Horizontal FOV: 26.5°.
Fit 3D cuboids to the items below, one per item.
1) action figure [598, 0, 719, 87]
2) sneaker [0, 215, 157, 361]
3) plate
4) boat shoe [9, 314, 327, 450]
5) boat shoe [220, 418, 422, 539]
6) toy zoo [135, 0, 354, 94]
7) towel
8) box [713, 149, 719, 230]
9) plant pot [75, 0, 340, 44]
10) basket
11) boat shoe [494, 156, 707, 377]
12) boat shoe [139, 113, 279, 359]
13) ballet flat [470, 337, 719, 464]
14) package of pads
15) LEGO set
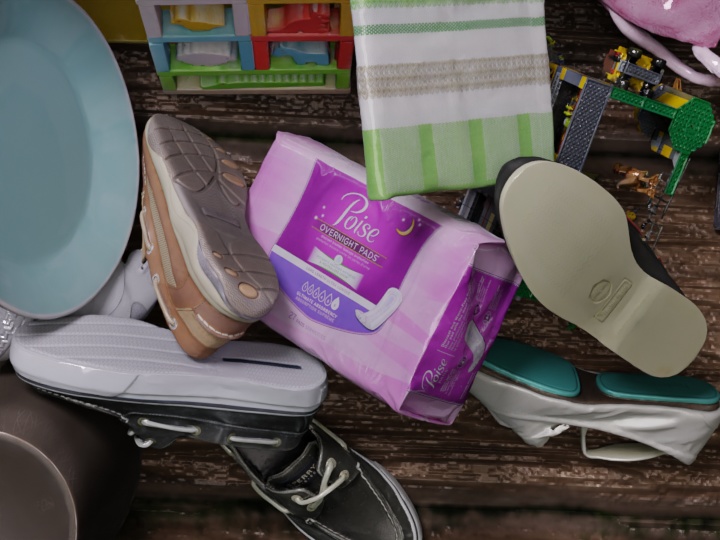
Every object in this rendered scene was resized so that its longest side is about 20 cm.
[{"bbox_3d":[0.145,-0.199,0.993,0.198,0.134,0.151,4,93,-12],"label":"action figure"},{"bbox_3d":[-0.189,-0.027,1.012,0.114,0.075,0.202,18,61,-34],"label":"sneaker"},{"bbox_3d":[-0.198,-0.071,0.915,0.025,0.200,0.202,-3,93,26],"label":"plate"},{"bbox_3d":[-0.119,0.079,0.946,0.198,0.072,0.071,10,115,-14],"label":"boat shoe"},{"bbox_3d":[-0.039,0.136,1.030,0.200,0.064,0.071,40,91,-3],"label":"boat shoe"},{"bbox_3d":[-0.068,-0.151,0.949,0.130,0.200,0.021,-1,78,-3],"label":"toy zoo"},{"bbox_3d":[0.049,-0.147,0.892,0.148,0.031,0.202,-8,96,-37],"label":"towel"},{"bbox_3d":[0.330,-0.120,1.040,0.160,0.049,0.202,5,93,1],"label":"box"},{"bbox_3d":[-0.109,-0.256,0.956,0.198,0.200,0.178,1,80,-2],"label":"plant pot"},{"bbox_3d":[-0.217,0.141,0.957,0.135,0.200,0.182,19,93,-3],"label":"basket"},{"bbox_3d":[0.139,-0.006,0.939,0.074,0.063,0.201,-46,128,6],"label":"boat shoe"},{"bbox_3d":[-0.113,-0.025,0.972,0.075,0.201,0.072,25,118,-33],"label":"boat shoe"},{"bbox_3d":[0.146,0.095,1.041,0.198,0.069,0.070,11,92,-3],"label":"ballet flat"},{"bbox_3d":[0.000,0.000,0.974,0.199,0.075,0.121,30,96,38],"label":"package of pads"},{"bbox_3d":[0.131,-0.062,1.021,0.153,0.116,0.202,4,109,-31],"label":"LEGO set"}]
